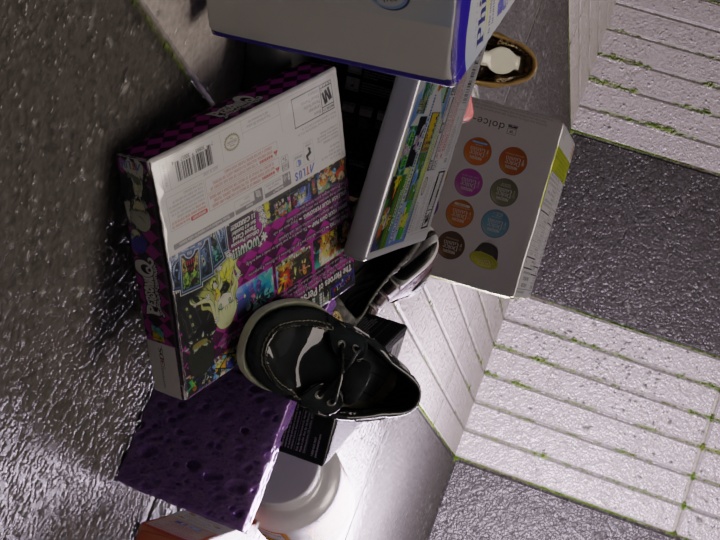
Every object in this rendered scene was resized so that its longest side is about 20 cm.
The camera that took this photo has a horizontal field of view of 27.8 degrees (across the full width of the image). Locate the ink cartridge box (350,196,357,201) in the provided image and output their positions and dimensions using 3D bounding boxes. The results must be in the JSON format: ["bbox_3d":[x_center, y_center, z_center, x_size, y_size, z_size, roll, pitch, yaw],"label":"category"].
[{"bbox_3d":[0.013,-0.126,1.436,0.165,0.075,0.200,67,44,-73],"label":"ink cartridge box"}]

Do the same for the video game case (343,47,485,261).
[{"bbox_3d":[0.049,-0.112,1.154,0.182,0.022,0.200,-20,129,-72],"label":"video game case"}]

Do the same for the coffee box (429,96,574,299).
[{"bbox_3d":[0.113,-0.086,1.623,0.200,0.200,0.198,5,101,-79],"label":"coffee box"}]

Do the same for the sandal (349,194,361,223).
[{"bbox_3d":[-0.045,-0.037,1.222,0.201,0.057,0.080,-23,-154,53],"label":"sandal"}]

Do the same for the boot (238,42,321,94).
[{"bbox_3d":[-0.080,-0.091,1.101,0.165,0.066,0.200,-62,169,-66],"label":"boot"}]

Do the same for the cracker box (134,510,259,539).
[{"bbox_3d":[-0.161,0.288,1.311,0.200,0.058,0.134,16,93,-78],"label":"cracker box"}]

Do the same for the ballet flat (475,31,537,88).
[{"bbox_3d":[0.081,-0.207,1.341,0.200,0.063,0.069,2,103,-34],"label":"ballet flat"}]

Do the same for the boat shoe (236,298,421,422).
[{"bbox_3d":[-0.016,0.076,1.084,0.075,0.066,0.199,-63,147,-7],"label":"boat shoe"}]

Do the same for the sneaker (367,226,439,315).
[{"bbox_3d":[0.003,0.031,1.433,0.200,0.076,0.116,-35,165,7],"label":"sneaker"}]

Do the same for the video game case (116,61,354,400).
[{"bbox_3d":[-0.080,-0.032,1.034,0.200,0.036,0.181,-35,129,-44],"label":"video game case"}]

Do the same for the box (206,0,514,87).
[{"bbox_3d":[0.013,-0.232,1.010,0.200,0.184,0.105,-56,155,-49],"label":"box"}]

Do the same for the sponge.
[{"bbox_3d":[-0.105,0.094,1.153,0.030,0.111,0.200,59,51,-72],"label":"sponge"}]

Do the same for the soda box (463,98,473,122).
[{"bbox_3d":[0.043,-0.220,1.250,0.070,0.063,0.200,-19,111,-25],"label":"soda box"}]

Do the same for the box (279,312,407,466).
[{"bbox_3d":[-0.058,0.084,1.277,0.200,0.141,0.079,-37,145,-69],"label":"box"}]

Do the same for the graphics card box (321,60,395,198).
[{"bbox_3d":[-0.002,-0.160,1.201,0.051,0.125,0.200,-60,163,-60],"label":"graphics card box"}]

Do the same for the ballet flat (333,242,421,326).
[{"bbox_3d":[0.000,0.000,1.268,0.066,0.057,0.200,62,36,-23],"label":"ballet flat"}]

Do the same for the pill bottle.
[{"bbox_3d":[-0.070,0.218,1.481,0.200,0.111,0.111,75,36,-68],"label":"pill bottle"}]
